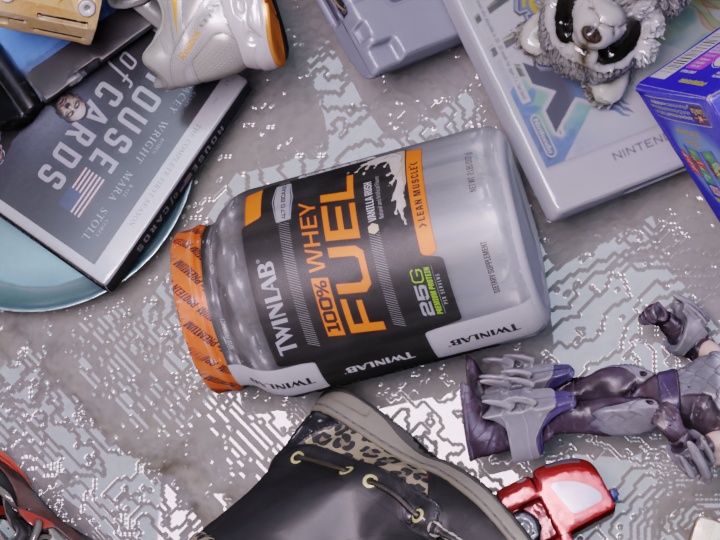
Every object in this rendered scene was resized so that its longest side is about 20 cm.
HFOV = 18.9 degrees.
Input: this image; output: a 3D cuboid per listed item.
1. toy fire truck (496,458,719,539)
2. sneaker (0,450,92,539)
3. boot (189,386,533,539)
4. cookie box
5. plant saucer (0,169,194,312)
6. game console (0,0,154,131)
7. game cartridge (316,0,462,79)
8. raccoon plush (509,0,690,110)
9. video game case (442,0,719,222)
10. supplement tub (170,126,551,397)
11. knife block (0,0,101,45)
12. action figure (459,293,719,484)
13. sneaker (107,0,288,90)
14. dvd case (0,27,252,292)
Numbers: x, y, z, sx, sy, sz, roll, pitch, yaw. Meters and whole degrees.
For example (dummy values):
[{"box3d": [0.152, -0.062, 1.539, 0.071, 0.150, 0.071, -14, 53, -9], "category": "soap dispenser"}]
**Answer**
[{"box3d": [0.177, 0.186, 1.215, 0.140, 0.049, 0.201, -26, 77, 0], "category": "toy fire truck"}, {"box3d": [-0.183, 0.173, 1.238, 0.199, 0.082, 0.077, 36, 85, 11], "category": "sneaker"}, {"box3d": [-0.001, 0.167, 1.183, 0.154, 0.074, 0.203, -40, 50, -18], "category": "boot"}, {"box3d": [0.244, -0.031, 1.158, 0.075, 0.171, 0.201, -33, 99, 0], "category": "cookie box"}, {"box3d": [-0.195, -0.072, 1.312, 0.198, 0.027, 0.202, -1, 79, 6], "category": "plant saucer"}, {"box3d": [-0.237, -0.190, 1.243, 0.116, 0.175, 0.201, -44, 75, 30], "category": "game console"}, {"box3d": [0.012, -0.220, 1.282, 0.132, 0.041, 0.201, -23, 80, -26], "category": "game cartridge"}, {"box3d": [0.173, -0.172, 1.240, 0.097, 0.199, 0.135, 43, 124, 19], "category": "raccoon plush"}, {"box3d": [0.147, -0.148, 1.262, 0.181, 0.022, 0.201, -21, 78, -19], "category": "video game case"}, {"box3d": [0.000, 0.000, 1.224, 0.198, 0.123, 0.124, -15, 79, 10], "category": "supplement tub"}, {"box3d": [-0.171, -0.250, 1.260, 0.063, 0.176, 0.202, 10, 106, -12], "category": "knife block"}, {"box3d": [0.157, 0.072, 1.209, 0.198, 0.130, 0.070, -5, 118, 7], "category": "action figure"}, {"box3d": [-0.111, -0.196, 1.233, 0.091, 0.076, 0.202, -19, 69, 3], "category": "sneaker"}, {"box3d": [-0.186, -0.104, 1.291, 0.199, 0.025, 0.151, 34, 85, 11], "category": "dvd case"}]
